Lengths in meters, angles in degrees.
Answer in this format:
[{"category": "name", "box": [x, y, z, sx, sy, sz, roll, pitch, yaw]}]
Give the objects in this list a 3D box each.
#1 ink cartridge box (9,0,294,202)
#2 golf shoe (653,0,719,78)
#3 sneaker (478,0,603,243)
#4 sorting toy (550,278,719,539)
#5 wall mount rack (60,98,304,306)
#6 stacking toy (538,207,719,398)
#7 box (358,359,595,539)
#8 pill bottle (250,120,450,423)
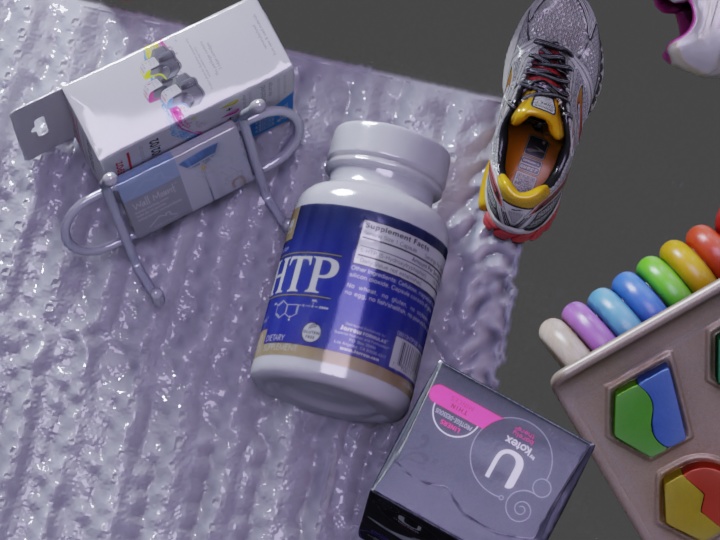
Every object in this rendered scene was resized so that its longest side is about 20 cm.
[{"category": "ink cartridge box", "box": [-0.151, -0.115, 1.717, 0.200, 0.115, 0.068, -26, 77, -8]}, {"category": "golf shoe", "box": [0.272, -0.243, 1.792, 0.091, 0.075, 0.201, 0, 74, 1]}, {"category": "sneaker", "box": [0.142, -0.123, 1.748, 0.078, 0.082, 0.201, 11, 74, 1]}, {"category": "sorting toy", "box": [0.259, 0.113, 1.649, 0.185, 0.036, 0.200, -30, 106, 7]}, {"category": "wall mount rack", "box": [-0.122, -0.062, 1.674, 0.200, 0.174, 0.075, -28, 55, -9]}, {"category": "stacking toy", "box": [0.230, 0.013, 1.695, 0.200, 0.085, 0.085, -40, 80, 0]}, {"category": "box", "box": [0.077, 0.154, 1.610, 0.122, 0.200, 0.106, 28, 76, 5]}, {"category": "pill bottle", "box": [0.000, 0.000, 1.690, 0.119, 0.120, 0.201, 14, 74, 1]}]
